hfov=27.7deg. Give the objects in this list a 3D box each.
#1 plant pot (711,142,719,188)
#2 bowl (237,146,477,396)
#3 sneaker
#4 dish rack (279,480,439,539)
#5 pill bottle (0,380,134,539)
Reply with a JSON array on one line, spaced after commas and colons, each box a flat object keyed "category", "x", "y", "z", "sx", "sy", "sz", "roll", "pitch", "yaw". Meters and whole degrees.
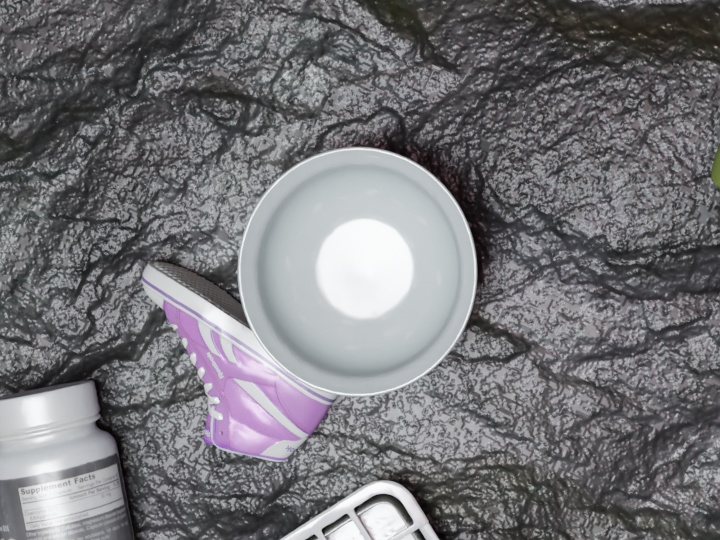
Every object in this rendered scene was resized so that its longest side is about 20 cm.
[{"category": "plant pot", "x": 0.373, "y": -0.130, "z": 1.154, "sx": 0.199, "sy": 0.200, "sz": 0.191, "roll": 26, "pitch": 105, "yaw": 4}, {"category": "bowl", "x": 0.000, "y": 0.000, "z": 1.224, "sx": 0.199, "sy": 0.090, "sz": 0.204, "roll": 0, "pitch": 92, "yaw": 4}, {"category": "sneaker", "x": -0.126, "y": 0.086, "z": 1.249, "sx": 0.200, "sy": 0.073, "sz": 0.115, "roll": 38, "pitch": 101, "yaw": 6}, {"category": "dish rack", "x": 0.012, "y": 0.297, "z": 1.255, "sx": 0.171, "sy": 0.044, "sz": 0.201, "roll": -33, "pitch": 88, "yaw": 4}, {"category": "pill bottle", "x": -0.254, "y": 0.201, "z": 1.241, "sx": 0.112, "sy": 0.113, "sz": 0.202, "roll": -11, "pitch": 90, "yaw": 5}]
